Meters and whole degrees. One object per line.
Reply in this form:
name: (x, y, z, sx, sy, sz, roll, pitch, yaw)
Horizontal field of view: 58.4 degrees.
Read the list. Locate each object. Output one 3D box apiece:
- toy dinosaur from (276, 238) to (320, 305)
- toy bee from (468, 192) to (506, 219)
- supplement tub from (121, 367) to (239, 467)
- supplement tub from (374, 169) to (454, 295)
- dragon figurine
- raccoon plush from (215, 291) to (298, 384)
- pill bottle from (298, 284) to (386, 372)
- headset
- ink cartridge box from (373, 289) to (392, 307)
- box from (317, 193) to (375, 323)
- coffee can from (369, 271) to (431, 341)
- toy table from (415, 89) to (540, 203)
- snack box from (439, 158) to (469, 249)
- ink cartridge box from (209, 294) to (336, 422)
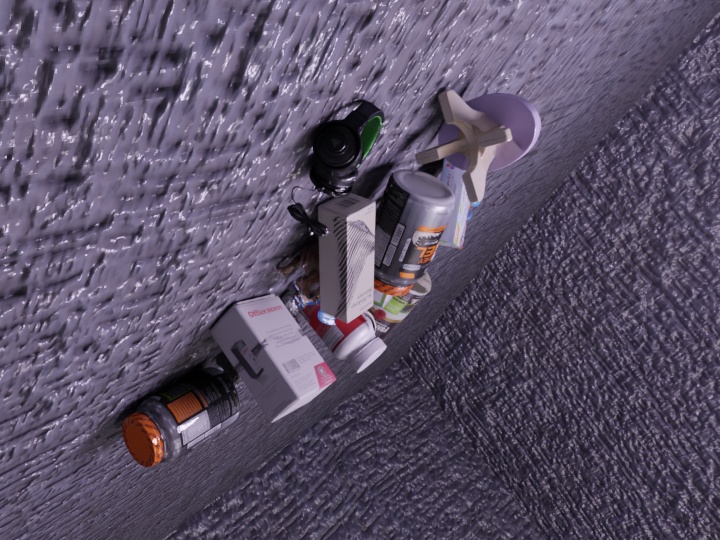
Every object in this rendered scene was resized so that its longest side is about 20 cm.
toy dinosaur: (-0.066, -0.018, 1.165, 0.136, 0.086, 0.200, -49, 155, -3)
toy bee: (0.229, -0.169, 1.487, 0.198, 0.109, 0.131, -5, 141, -52)
supplement tub: (-0.332, 0.273, 1.201, 0.199, 0.123, 0.123, -25, 159, -49)
supplement tub: (0.078, -0.064, 1.141, 0.122, 0.122, 0.202, -26, 143, -50)
dragon figurine: (-0.053, 0.070, 1.292, 0.098, 0.060, 0.199, -22, 142, 28)
raccoon plush: (-0.212, 0.135, 1.288, 0.133, 0.096, 0.204, -8, 115, -44)
pill bottle: (-0.039, 0.114, 1.382, 0.112, 0.201, 0.112, -39, 167, -11)
headset: (-0.024, -0.137, 0.870, 0.200, 0.093, 0.124, -49, 170, -24)
ink cartridge box: (0.064, -0.035, 1.292, 0.104, 0.058, 0.203, -31, 142, -77)
box: (-0.023, -0.021, 1.093, 0.082, 0.068, 0.203, -32, 132, -42)
coffee can: (0.068, 0.066, 1.664, 0.201, 0.147, 0.146, -51, 164, 31)
toy table: (0.192, -0.219, 1.092, 0.199, 0.186, 0.117, -23, -175, 47)
snack box: (0.194, -0.152, 1.314, 0.142, 0.052, 0.204, 9, 90, -73)
ink cartridge box: (-0.156, 0.152, 1.161, 0.085, 0.201, 0.145, -40, 168, 22)
